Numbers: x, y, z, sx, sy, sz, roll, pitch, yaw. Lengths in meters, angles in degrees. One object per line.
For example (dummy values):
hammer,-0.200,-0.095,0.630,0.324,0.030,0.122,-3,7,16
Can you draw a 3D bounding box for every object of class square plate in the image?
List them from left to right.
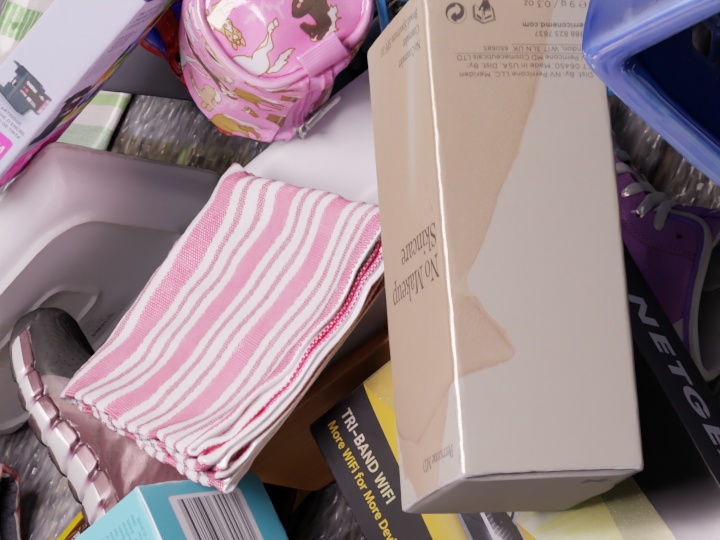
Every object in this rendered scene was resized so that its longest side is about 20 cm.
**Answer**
square plate,-0.170,0.020,1.555,0.200,0.198,0.028,-47,71,14

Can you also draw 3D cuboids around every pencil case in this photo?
pencil case,-0.042,-0.112,1.382,0.200,0.086,0.083,130,160,-83

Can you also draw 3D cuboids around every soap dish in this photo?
soap dish,0.000,0.000,1.424,0.157,0.081,0.200,-37,29,24

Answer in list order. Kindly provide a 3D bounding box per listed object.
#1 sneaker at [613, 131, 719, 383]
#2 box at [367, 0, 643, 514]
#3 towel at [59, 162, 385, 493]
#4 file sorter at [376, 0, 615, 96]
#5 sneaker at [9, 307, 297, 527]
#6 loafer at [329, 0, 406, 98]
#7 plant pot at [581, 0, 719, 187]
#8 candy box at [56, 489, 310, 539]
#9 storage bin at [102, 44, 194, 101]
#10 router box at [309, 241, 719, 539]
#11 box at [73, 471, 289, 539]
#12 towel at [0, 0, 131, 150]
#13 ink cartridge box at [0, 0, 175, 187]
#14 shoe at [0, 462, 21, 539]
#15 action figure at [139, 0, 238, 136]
sneaker,0.124,-0.028,1.359,0.114,0.073,0.201,-23,62,31
box,0.057,-0.007,1.213,0.095,0.078,0.201,135,133,-69
towel,-0.062,0.019,1.369,0.146,0.030,0.200,-53,26,-9
file sorter,0.059,-0.182,1.377,0.122,0.139,0.200,-9,42,1
sneaker,-0.089,0.080,1.471,0.115,0.076,0.200,-36,63,16
loafer,0.040,-0.148,1.517,0.063,0.072,0.200,40,94,33
plant pot,0.226,-0.135,1.222,0.200,0.200,0.180,-25,43,34
candy box,-0.106,0.142,1.519,0.200,0.026,0.102,-50,45,11
storage bin,-0.074,-0.160,1.605,0.200,0.145,0.135,11,102,48
router box,0.087,0.105,1.274,0.157,0.052,0.200,-40,63,22
box,-0.124,0.165,1.377,0.200,0.082,0.049,-40,67,34
towel,-0.166,-0.154,1.769,0.152,0.023,0.200,12,75,48
ink cartridge box,-0.120,-0.123,1.427,0.200,0.042,0.119,-50,1,24
shoe,-0.240,0.188,1.594,0.091,0.071,0.201,13,92,26
action figure,-0.107,-0.151,1.515,0.200,0.052,0.065,57,135,15
